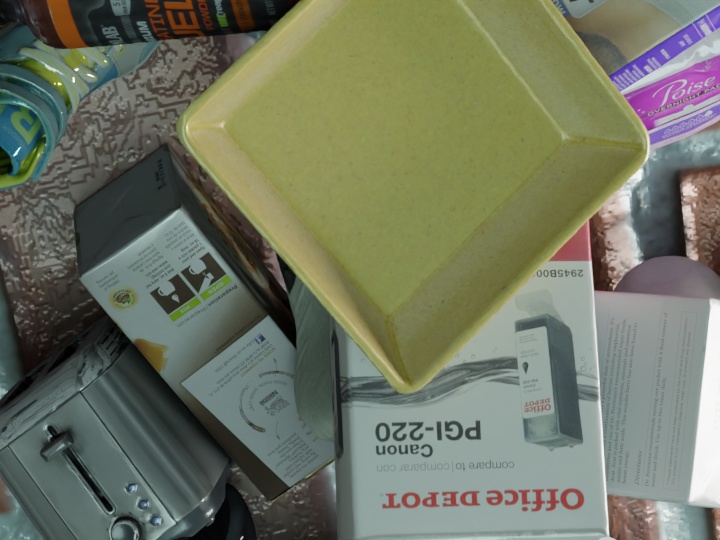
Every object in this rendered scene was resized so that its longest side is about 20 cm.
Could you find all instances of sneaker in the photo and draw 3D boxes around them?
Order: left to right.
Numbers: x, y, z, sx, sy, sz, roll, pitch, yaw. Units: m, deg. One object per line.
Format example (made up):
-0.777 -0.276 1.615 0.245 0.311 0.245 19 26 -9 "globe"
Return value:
-0.174 -0.116 1.186 0.200 0.131 0.080 -39 113 9 "sneaker"
-0.006 0.007 1.227 0.072 0.072 0.200 12 72 -49 "sneaker"

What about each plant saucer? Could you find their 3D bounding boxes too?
0.026 -0.072 1.067 0.200 0.048 0.200 -45 112 -11 "plant saucer"

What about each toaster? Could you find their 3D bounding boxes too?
-0.156 0.109 1.272 0.114 0.200 0.129 -35 97 8 "toaster"

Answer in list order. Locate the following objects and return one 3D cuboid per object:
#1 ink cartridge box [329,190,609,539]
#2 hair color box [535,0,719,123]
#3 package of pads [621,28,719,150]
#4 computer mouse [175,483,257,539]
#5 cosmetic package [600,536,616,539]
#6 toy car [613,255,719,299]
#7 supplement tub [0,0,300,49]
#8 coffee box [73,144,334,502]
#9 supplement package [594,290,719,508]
0.057 0.058 1.141 0.146 0.085 0.200 -1 82 -7 "ink cartridge box"
0.099 -0.138 1.154 0.200 0.065 0.109 -33 81 13 "hair color box"
0.178 -0.126 1.241 0.200 0.121 0.076 -23 71 3 "package of pads"
-0.130 0.235 1.368 0.053 0.138 0.200 35 92 -35 "computer mouse"
0.101 0.281 1.389 0.167 0.166 0.200 25 107 -18 "cosmetic package"
0.262 0.078 1.331 0.200 0.150 0.175 -14 116 -2 "toy car"
-0.117 -0.174 1.081 0.200 0.107 0.107 -5 115 6 "supplement tub"
-0.089 0.033 1.276 0.080 0.114 0.200 -35 114 7 "coffee box"
0.152 0.076 1.240 0.120 0.200 0.121 11 84 -49 "supplement package"
